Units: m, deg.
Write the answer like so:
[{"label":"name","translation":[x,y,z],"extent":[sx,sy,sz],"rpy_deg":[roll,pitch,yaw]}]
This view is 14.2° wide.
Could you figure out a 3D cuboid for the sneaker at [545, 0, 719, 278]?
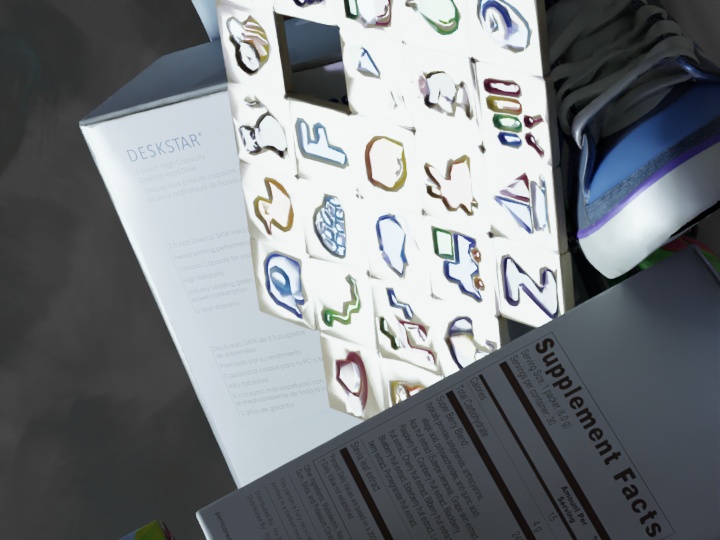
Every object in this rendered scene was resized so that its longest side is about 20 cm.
[{"label":"sneaker","translation":[0.080,-0.082,1.033],"extent":[0.147,0.080,0.200],"rpy_deg":[58,-176,-3]}]

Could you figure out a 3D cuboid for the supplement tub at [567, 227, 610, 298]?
[{"label":"supplement tub","translation":[0.051,-0.044,1.342],"extent":[0.201,0.140,0.140],"rpy_deg":[64,177,-13]}]

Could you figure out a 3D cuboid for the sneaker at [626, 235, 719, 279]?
[{"label":"sneaker","translation":[0.138,0.056,1.126],"extent":[0.077,0.084,0.200],"rpy_deg":[37,166,33]}]

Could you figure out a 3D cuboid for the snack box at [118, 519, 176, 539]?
[{"label":"snack box","translation":[-0.034,0.184,0.958],"extent":[0.143,0.053,0.200],"rpy_deg":[62,179,29]}]

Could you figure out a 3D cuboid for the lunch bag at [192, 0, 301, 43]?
[{"label":"lunch bag","translation":[-0.019,-0.194,1.217],"extent":[0.170,0.123,0.201],"rpy_deg":[66,-149,-57]}]

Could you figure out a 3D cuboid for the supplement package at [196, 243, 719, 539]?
[{"label":"supplement package","translation":[0.067,0.108,0.994],"extent":[0.120,0.199,0.122],"rpy_deg":[60,177,44]}]

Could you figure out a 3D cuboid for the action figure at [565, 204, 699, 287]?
[{"label":"action figure","translation":[0.131,0.010,1.225],"extent":[0.200,0.055,0.118],"rpy_deg":[55,-175,-35]}]

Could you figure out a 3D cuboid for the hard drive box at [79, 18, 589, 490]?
[{"label":"hard drive box","translation":[0.000,0.000,1.167],"extent":[0.077,0.155,0.201],"rpy_deg":[-45,-61,-52]}]

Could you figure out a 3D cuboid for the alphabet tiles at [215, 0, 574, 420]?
[{"label":"alphabet tiles","translation":[0.013,-0.025,1.062],"extent":[0.167,0.008,0.201],"rpy_deg":[17,125,42]}]
